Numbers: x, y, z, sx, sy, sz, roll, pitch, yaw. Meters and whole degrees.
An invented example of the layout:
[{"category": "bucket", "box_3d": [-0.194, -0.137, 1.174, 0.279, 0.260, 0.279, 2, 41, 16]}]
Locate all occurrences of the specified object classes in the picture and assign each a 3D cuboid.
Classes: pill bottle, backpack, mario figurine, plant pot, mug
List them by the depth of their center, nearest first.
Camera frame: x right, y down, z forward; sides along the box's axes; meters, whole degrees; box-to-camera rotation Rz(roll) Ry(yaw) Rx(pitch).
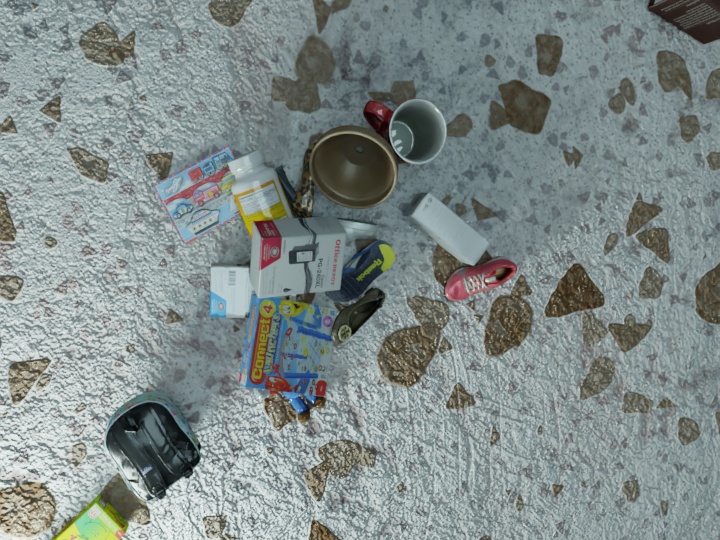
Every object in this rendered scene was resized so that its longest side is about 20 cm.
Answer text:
[{"category": "plant pot", "box_3d": [-0.008, -0.244, 1.461, 0.195, 0.094, 0.204, 8, 133, 8]}, {"category": "backpack", "box_3d": [-0.466, 0.377, 1.472, 0.176, 0.150, 0.202, -35, 108, -9]}, {"category": "pill bottle", "box_3d": [-0.223, -0.162, 1.485, 0.109, 0.111, 0.204, -23, 105, -9]}, {"category": "mug", "box_3d": [0.093, -0.323, 1.499, 0.132, 0.200, 0.180, -34, 100, -6]}, {"category": "mario figurine", "box_3d": [-0.168, 0.270, 1.545, 0.201, 0.105, 0.124, 50, 50, -19]}]

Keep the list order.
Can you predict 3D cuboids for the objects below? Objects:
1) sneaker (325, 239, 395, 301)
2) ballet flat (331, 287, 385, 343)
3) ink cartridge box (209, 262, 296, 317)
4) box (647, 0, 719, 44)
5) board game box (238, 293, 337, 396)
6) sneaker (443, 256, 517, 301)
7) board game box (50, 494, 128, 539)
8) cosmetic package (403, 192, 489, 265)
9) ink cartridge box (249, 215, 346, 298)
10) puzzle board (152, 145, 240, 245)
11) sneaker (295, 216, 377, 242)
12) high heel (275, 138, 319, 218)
[{"category": "sneaker", "box_3d": [0.000, 0.000, 1.579, 0.198, 0.083, 0.074, -35, 111, 13]}, {"category": "ballet flat", "box_3d": [0.000, 0.104, 1.545, 0.199, 0.046, 0.069, -40, 131, -43]}, {"category": "ink cartridge box", "box_3d": [-0.248, 0.047, 1.529, 0.194, 0.068, 0.119, 2, 96, -12]}, {"category": "box", "box_3d": [0.866, -0.701, 1.642, 0.196, 0.166, 0.168, 24, 90, -13]}, {"category": "board game box", "box_3d": [-0.160, 0.169, 1.482, 0.192, 0.056, 0.206, 11, 84, -26]}, {"category": "sneaker", "box_3d": [0.297, 0.017, 1.631, 0.196, 0.087, 0.075, -23, 98, -9]}, {"category": "board game box", "box_3d": [-0.642, 0.626, 1.511, 0.199, 0.048, 0.102, -42, 102, -5]}, {"category": "cosmetic package", "box_3d": [0.206, -0.101, 1.595, 0.199, 0.102, 0.075, 39, 88, -11]}, {"category": "ink cartridge box", "box_3d": [-0.136, -0.031, 1.445, 0.195, 0.084, 0.148, -6, 121, -23]}, {"category": "puzzle board", "box_3d": [-0.352, -0.172, 1.514, 0.197, 0.017, 0.153, -29, 100, -7]}, {"category": "sneaker", "box_3d": [-0.058, -0.065, 1.561, 0.194, 0.074, 0.119, 3, 96, -2]}, {"category": "high heel", "box_3d": [-0.088, -0.217, 1.521, 0.198, 0.071, 0.144, -33, 84, 0]}]
